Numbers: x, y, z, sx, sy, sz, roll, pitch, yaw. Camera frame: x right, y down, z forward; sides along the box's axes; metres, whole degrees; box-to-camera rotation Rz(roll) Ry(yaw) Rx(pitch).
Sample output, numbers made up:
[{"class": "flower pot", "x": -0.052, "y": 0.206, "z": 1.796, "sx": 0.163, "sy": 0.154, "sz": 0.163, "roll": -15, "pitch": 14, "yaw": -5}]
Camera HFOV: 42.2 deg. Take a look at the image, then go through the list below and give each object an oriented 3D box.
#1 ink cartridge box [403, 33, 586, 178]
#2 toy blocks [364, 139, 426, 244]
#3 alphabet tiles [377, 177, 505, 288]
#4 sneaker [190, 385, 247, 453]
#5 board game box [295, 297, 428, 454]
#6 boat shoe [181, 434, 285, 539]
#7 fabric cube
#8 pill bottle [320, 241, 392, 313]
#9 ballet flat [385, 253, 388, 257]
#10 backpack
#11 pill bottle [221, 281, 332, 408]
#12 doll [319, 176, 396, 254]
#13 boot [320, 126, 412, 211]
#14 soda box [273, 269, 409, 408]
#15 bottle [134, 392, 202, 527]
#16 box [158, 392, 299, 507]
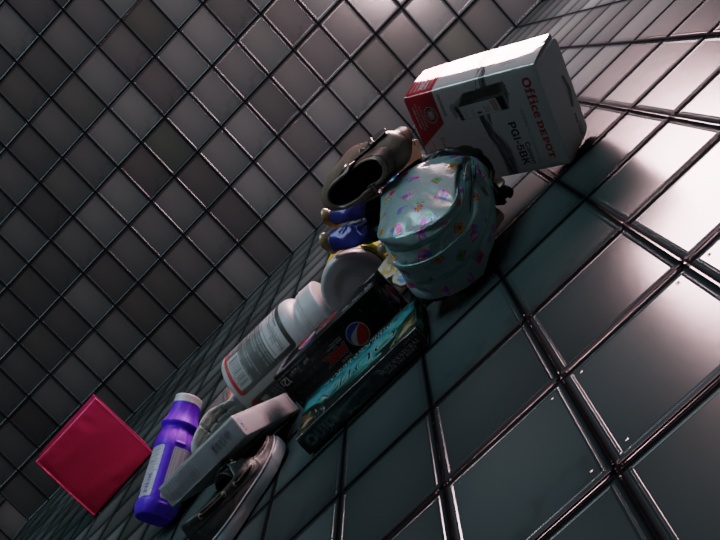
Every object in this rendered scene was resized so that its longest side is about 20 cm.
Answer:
[{"class": "ink cartridge box", "x": 0.177, "y": -0.204, "z": 1.226, "sx": 0.197, "sy": 0.149, "sz": 0.083, "roll": -8, "pitch": 31, "yaw": 37}, {"class": "toy blocks", "x": 0.071, "y": -0.135, "z": 1.425, "sx": 0.196, "sy": 0.140, "sz": 0.100, "roll": -18, "pitch": 8, "yaw": -21}, {"class": "alphabet tiles", "x": 0.106, "y": -0.059, "z": 1.268, "sx": 0.197, "sy": 0.015, "sz": 0.199, "roll": -53, "pitch": 33, "yaw": -10}, {"class": "sneaker", "x": -0.220, "y": 0.246, "z": 1.507, "sx": 0.082, "sy": 0.077, "sz": 0.201, "roll": -38, "pitch": 9, "yaw": 37}, {"class": "board game box", "x": 0.004, "y": 0.124, "z": 1.138, "sx": 0.200, "sy": 0.028, "sz": 0.135, "roll": -44, "pitch": 7, "yaw": 11}, {"class": "boat shoe", "x": -0.153, "y": 0.264, "z": 1.149, "sx": 0.068, "sy": 0.057, "sz": 0.201, "roll": -39, "pitch": 11, "yaw": 35}, {"class": "fabric cube", "x": -0.652, "y": 0.448, "z": 2.290, "sx": 0.200, "sy": 0.196, "sz": 0.200, "roll": -49, "pitch": 10, "yaw": -15}, {"class": "pill bottle", "x": 0.000, "y": 0.000, "z": 1.473, "sx": 0.111, "sy": 0.111, "sz": 0.200, "roll": -43, "pitch": 8, "yaw": 13}, {"class": "ballet flat", "x": 0.104, "y": -0.045, "z": 1.335, "sx": 0.199, "sy": 0.064, "sz": 0.076, "roll": -38, "pitch": 10, "yaw": 40}, {"class": "backpack", "x": 0.092, "y": -0.056, "z": 1.143, "sx": 0.165, "sy": 0.127, "sz": 0.202, "roll": -29, "pitch": 30, "yaw": 27}, {"class": "pill bottle", "x": -0.114, "y": 0.119, "z": 1.459, "sx": 0.200, "sy": 0.114, "sz": 0.114, "roll": -43, "pitch": 8, "yaw": 16}, {"class": "doll", "x": 0.027, "y": -0.085, "z": 1.320, "sx": 0.197, "sy": 0.048, "sz": 0.140, "roll": -13, "pitch": 65, "yaw": 39}, {"class": "boot", "x": -0.009, "y": -0.119, "z": 1.225, "sx": 0.199, "sy": 0.070, "sz": 0.146, "roll": -41, "pitch": 6, "yaw": 34}, {"class": "soda box", "x": -0.025, "y": 0.096, "z": 1.266, "sx": 0.200, "sy": 0.071, "sz": 0.064, "roll": -43, "pitch": 9, "yaw": 19}, {"class": "bottle", "x": -0.298, "y": 0.295, "z": 1.472, "sx": 0.083, "sy": 0.064, "sz": 0.204, "roll": -42, "pitch": 30, "yaw": 54}, {"class": "box", "x": -0.172, "y": 0.237, "z": 1.259, "sx": 0.144, "sy": 0.036, "sz": 0.200, "roll": -44, "pitch": -11, "yaw": 12}]
